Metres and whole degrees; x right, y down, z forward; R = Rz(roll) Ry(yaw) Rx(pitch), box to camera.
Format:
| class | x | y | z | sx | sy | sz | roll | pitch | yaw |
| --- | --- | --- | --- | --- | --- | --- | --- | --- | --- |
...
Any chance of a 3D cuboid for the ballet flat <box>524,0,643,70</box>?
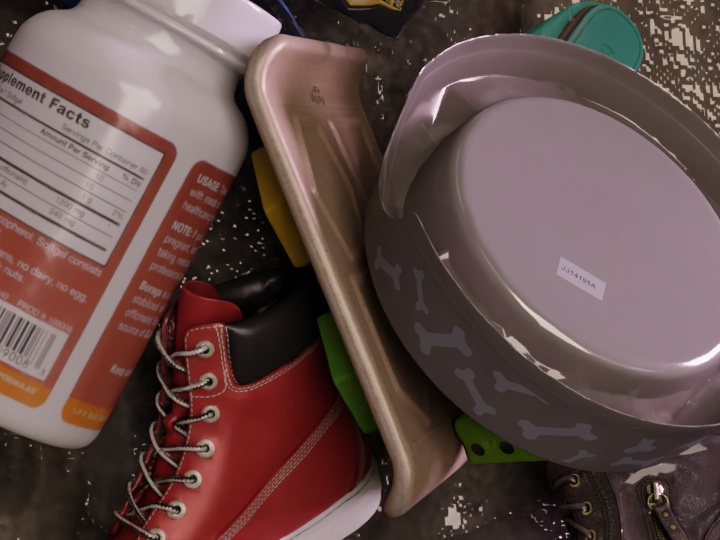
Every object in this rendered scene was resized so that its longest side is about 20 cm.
| class | x | y | z | sx | sy | sz | roll | pitch | yaw |
| --- | --- | --- | --- | --- | --- | --- | --- | --- | --- |
| ballet flat | 0.065 | -0.048 | 1.081 | 0.067 | 0.070 | 0.200 | 47 | 54 | -12 |

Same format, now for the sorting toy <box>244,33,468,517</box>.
| class | x | y | z | sx | sy | sz | roll | pitch | yaw |
| --- | --- | --- | --- | --- | --- | --- | --- | --- | --- |
| sorting toy | 0.000 | 0.000 | 1.017 | 0.036 | 0.185 | 0.202 | -18 | 89 | 13 |

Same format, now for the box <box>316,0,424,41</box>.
| class | x | y | z | sx | sy | sz | roll | pitch | yaw |
| --- | --- | --- | --- | --- | --- | --- | --- | --- | --- |
| box | -0.046 | -0.219 | 1.044 | 0.197 | 0.050 | 0.201 | 25 | 44 | -12 |

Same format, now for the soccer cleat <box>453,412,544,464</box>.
| class | x | y | z | sx | sy | sz | roll | pitch | yaw |
| --- | --- | --- | --- | --- | --- | --- | --- | --- | --- |
| soccer cleat | 0.091 | 0.014 | 1.069 | 0.068 | 0.080 | 0.201 | 63 | 29 | -27 |

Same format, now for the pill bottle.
| class | x | y | z | sx | sy | sz | roll | pitch | yaw |
| --- | --- | --- | --- | --- | --- | --- | --- | --- | --- |
| pill bottle | -0.116 | -0.036 | 0.978 | 0.112 | 0.112 | 0.201 | 29 | 91 | -13 |

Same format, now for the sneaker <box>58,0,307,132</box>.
| class | x | y | z | sx | sy | sz | roll | pitch | yaw |
| --- | --- | --- | --- | --- | --- | --- | --- | --- | --- |
| sneaker | -0.100 | -0.137 | 1.052 | 0.199 | 0.079 | 0.066 | 33 | 104 | -29 |

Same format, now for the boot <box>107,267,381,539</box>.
| class | x | y | z | sx | sy | sz | roll | pitch | yaw |
| --- | --- | --- | --- | --- | --- | --- | --- | --- | --- |
| boot | -0.087 | 0.087 | 0.984 | 0.200 | 0.072 | 0.145 | -37 | 129 | -26 |

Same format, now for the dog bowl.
| class | x | y | z | sx | sy | sz | roll | pitch | yaw |
| --- | --- | --- | --- | --- | --- | --- | --- | --- | --- |
| dog bowl | 0.090 | -0.004 | 0.970 | 0.199 | 0.059 | 0.201 | 18 | 46 | -20 |

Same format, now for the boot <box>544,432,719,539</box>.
| class | x | y | z | sx | sy | sz | roll | pitch | yaw |
| --- | --- | --- | --- | --- | --- | --- | --- | --- | --- |
| boot | 0.105 | 0.118 | 1.073 | 0.198 | 0.069 | 0.175 | -18 | 65 | -12 |
